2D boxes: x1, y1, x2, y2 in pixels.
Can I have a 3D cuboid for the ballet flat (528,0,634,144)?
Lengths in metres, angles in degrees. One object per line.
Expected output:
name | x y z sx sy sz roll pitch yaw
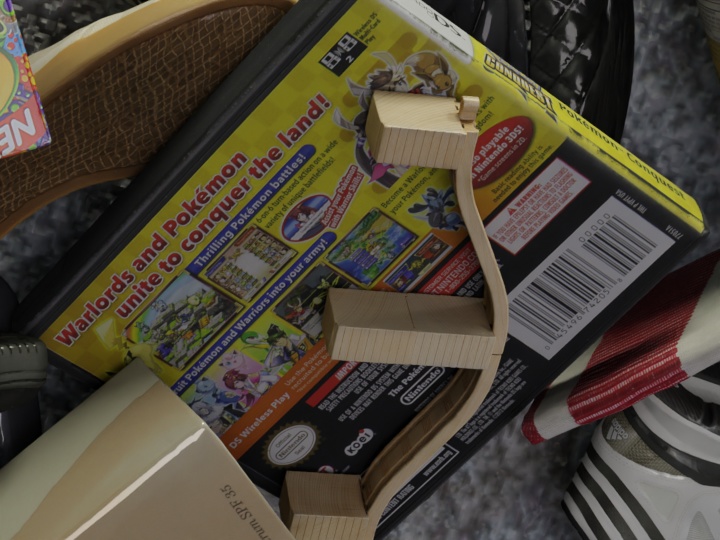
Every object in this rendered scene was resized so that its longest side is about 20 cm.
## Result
ballet flat | 0.081 -0.104 1.028 0.057 0.066 0.200 7 105 22

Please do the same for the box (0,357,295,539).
box | -0.123 0.136 0.917 0.200 0.078 0.095 -41 118 -8

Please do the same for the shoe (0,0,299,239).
shoe | -0.110 -0.061 0.934 0.200 0.053 0.070 -28 134 10

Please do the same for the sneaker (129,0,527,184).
sneaker | -0.003 -0.065 0.986 0.114 0.075 0.200 8 127 -47

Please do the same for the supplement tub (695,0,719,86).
supplement tub | 0.195 -0.154 0.994 0.145 0.145 0.200 -23 110 -12

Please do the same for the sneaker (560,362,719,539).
sneaker | 0.171 0.110 1.111 0.200 0.076 0.115 21 118 -30

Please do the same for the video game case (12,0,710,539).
video game case | 0.000 0.000 0.947 0.181 0.026 0.200 33 115 -27

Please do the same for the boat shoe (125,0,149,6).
boat shoe | -0.042 -0.190 0.950 0.072 0.061 0.201 15 99 -21

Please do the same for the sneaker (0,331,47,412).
sneaker | -0.201 0.086 0.885 0.200 0.060 0.104 -10 101 -31

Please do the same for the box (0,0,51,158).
box | -0.224 -0.107 0.796 0.200 0.122 0.193 -18 101 -9

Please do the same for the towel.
towel | 0.165 0.006 0.990 0.200 0.144 0.023 -27 97 22

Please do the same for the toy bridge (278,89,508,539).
toy bridge | 0.020 0.021 0.931 0.067 0.027 0.200 5 124 -13

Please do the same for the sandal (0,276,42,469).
sandal | -0.136 0.095 0.992 0.043 0.076 0.200 -17 112 -42
